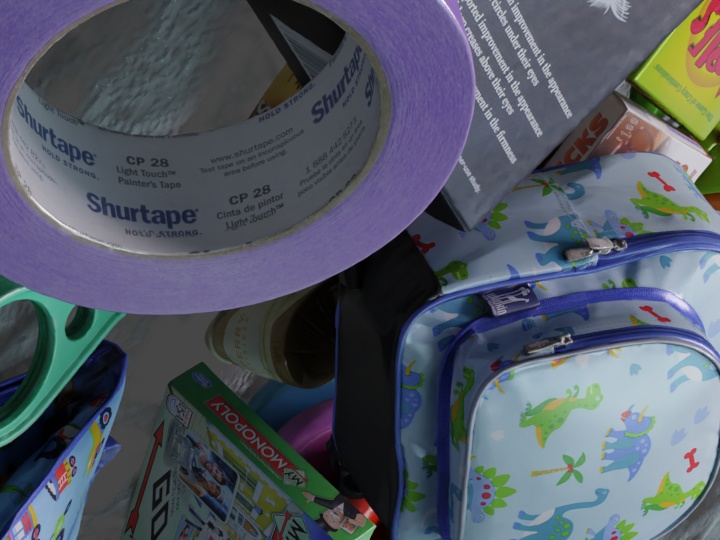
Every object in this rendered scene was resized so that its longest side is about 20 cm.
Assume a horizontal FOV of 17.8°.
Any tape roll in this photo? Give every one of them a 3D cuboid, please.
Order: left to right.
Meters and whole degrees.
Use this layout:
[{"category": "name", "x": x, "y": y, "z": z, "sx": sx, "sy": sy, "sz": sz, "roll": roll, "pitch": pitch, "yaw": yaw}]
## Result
[{"category": "tape roll", "x": -0.062, "y": -0.072, "z": 0.820, "sx": 0.199, "sy": 0.066, "sz": 0.201, "roll": -8, "pitch": 140, "yaw": -7}]

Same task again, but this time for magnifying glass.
[{"category": "magnifying glass", "x": -0.125, "y": 0.018, "z": 1.044, "sx": 0.200, "sy": 0.022, "sz": 0.080, "roll": -35, "pitch": 139, "yaw": -44}]

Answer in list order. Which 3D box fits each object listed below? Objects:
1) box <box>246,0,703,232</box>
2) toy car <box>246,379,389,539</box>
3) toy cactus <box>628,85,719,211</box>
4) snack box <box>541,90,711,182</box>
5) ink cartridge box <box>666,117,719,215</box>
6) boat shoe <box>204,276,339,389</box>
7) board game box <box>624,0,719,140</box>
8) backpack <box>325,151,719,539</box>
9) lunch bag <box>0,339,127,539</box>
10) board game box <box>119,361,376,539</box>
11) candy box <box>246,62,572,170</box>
[{"category": "box", "x": 0.057, "y": -0.145, "z": 0.958, "sx": 0.200, "sy": 0.104, "sz": 0.148, "roll": -44, "pitch": 137, "yaw": -10}, {"category": "toy car", "x": 0.008, "y": 0.125, "z": 1.295, "sx": 0.150, "sy": 0.200, "sz": 0.176, "roll": 17, "pitch": 111, "yaw": -49}, {"category": "toy cactus", "x": 0.130, "y": -0.043, "z": 1.259, "sx": 0.102, "sy": 0.199, "sz": 0.166, "roll": 38, "pitch": 74, "yaw": -42}, {"category": "snack box", "x": 0.091, "y": 0.002, "z": 1.176, "sx": 0.072, "sy": 0.024, "sz": 0.200, "roll": 24, "pitch": 111, "yaw": -41}, {"category": "ink cartridge box", "x": 0.162, "y": -0.010, "z": 1.422, "sx": 0.146, "sy": 0.083, "sz": 0.200, "roll": -46, "pitch": 180, "yaw": -7}, {"category": "boat shoe", "x": 0.000, "y": 0.003, "z": 1.248, "sx": 0.200, "sy": 0.063, "sz": 0.074, "roll": -37, "pitch": 125, "yaw": -43}, {"category": "board game box", "x": 0.198, "y": -0.169, "z": 1.130, "sx": 0.200, "sy": 0.048, "sz": 0.101, "roll": -53, "pitch": 150, "yaw": 6}, {"category": "backpack", "x": 0.099, "y": 0.049, "z": 1.100, "sx": 0.199, "sy": 0.147, "sz": 0.184, "roll": -16, "pitch": 132, "yaw": -19}, {"category": "lunch bag", "x": -0.175, "y": 0.128, "z": 1.083, "sx": 0.200, "sy": 0.094, "sz": 0.151, "roll": -40, "pitch": 157, "yaw": -47}, {"category": "board game box", "x": -0.072, "y": 0.162, "z": 1.265, "sx": 0.029, "sy": 0.134, "sz": 0.201, "roll": -30, "pitch": 152, "yaw": -39}, {"category": "candy box", "x": 0.029, "y": -0.052, "z": 1.138, "sx": 0.200, "sy": 0.056, "sz": 0.117, "roll": 15, "pitch": 115, "yaw": -53}]
